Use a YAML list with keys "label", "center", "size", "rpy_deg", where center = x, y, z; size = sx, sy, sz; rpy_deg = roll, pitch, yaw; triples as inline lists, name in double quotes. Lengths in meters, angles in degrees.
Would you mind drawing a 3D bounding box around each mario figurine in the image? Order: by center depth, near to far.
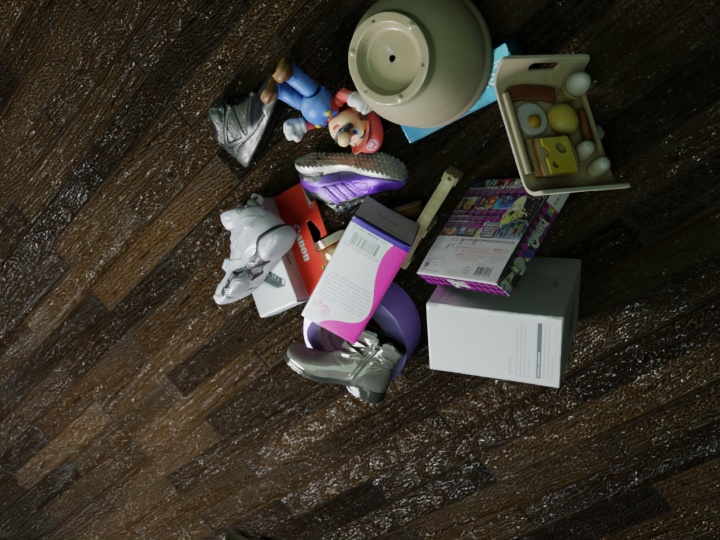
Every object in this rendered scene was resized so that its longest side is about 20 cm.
- label: "mario figurine"
  center: [-0.054, -0.239, 1.168]
  size: [0.200, 0.123, 0.106]
  rpy_deg: [28, 87, -14]

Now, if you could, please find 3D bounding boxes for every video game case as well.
- label: "video game case"
  center: [0.188, -0.054, 1.096]
  size: [0.036, 0.182, 0.200]
  rpy_deg: [38, 166, -25]

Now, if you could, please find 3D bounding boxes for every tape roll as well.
- label: "tape roll"
  center: [0.003, 0.108, 1.365]
  size: [0.199, 0.085, 0.201]
  rpy_deg: [10, 118, 20]

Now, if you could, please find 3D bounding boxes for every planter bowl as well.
- label: "planter bowl"
  center: [0.064, -0.291, 1.038]
  size: [0.200, 0.135, 0.201]
  rpy_deg: [9, 109, 27]

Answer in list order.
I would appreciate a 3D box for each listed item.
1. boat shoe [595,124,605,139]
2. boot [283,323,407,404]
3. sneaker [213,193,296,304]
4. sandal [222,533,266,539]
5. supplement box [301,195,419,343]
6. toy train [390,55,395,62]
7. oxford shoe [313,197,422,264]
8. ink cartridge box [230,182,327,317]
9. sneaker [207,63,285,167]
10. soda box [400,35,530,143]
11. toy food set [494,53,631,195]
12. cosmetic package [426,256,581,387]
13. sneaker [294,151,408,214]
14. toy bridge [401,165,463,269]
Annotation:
- label: "boat shoe"
  center: [0.282, -0.142, 1.129]
  size: [0.071, 0.072, 0.200]
  rpy_deg: [36, 114, 13]
- label: "boot"
  center: [-0.025, 0.137, 1.312]
  size: [0.200, 0.068, 0.131]
  rpy_deg: [21, 117, 5]
- label: "sneaker"
  center: [-0.206, -0.037, 1.318]
  size: [0.200, 0.075, 0.115]
  rpy_deg: [-46, 70, 23]
- label: "sandal"
  center: [-0.226, 0.656, 1.760]
  size: [0.200, 0.080, 0.057]
  rpy_deg: [21, 105, 7]
- label: "supplement box"
  center: [0.000, 0.000, 1.203]
  size: [0.101, 0.103, 0.200]
  rpy_deg: [29, 117, -1]
- label: "toy train"
  center: [0.075, -0.354, 1.127]
  size: [0.056, 0.042, 0.200]
  rpy_deg: [35, 124, 18]
- label: "oxford shoe"
  center: [0.023, -0.061, 1.266]
  size: [0.200, 0.071, 0.071]
  rpy_deg: [-26, 97, 19]
- label: "ink cartridge box"
  center: [-0.137, -0.038, 1.341]
  size: [0.173, 0.044, 0.200]
  rpy_deg: [-24, 82, 33]
- label: "sneaker"
  center: [-0.191, -0.277, 1.263]
  size: [0.114, 0.076, 0.200]
  rpy_deg: [35, 130, -3]
- label: "soda box"
  center: [0.148, -0.266, 1.121]
  size: [0.200, 0.064, 0.068]
  rpy_deg: [-23, 104, 31]
- label: "toy food set"
  center: [0.273, -0.196, 1.012]
  size: [0.060, 0.143, 0.201]
  rpy_deg: [133, 127, -64]
- label: "cosmetic package"
  center: [0.226, 0.067, 1.172]
  size: [0.199, 0.199, 0.123]
  rpy_deg: [7, 118, 22]
- label: "sneaker"
  center: [-0.009, -0.140, 1.261]
  size: [0.200, 0.070, 0.100]
  rpy_deg: [8, 125, 25]
- label: "toy bridge"
  center: [0.104, -0.076, 1.236]
  size: [0.027, 0.067, 0.200]
  rpy_deg: [33, 123, 6]
